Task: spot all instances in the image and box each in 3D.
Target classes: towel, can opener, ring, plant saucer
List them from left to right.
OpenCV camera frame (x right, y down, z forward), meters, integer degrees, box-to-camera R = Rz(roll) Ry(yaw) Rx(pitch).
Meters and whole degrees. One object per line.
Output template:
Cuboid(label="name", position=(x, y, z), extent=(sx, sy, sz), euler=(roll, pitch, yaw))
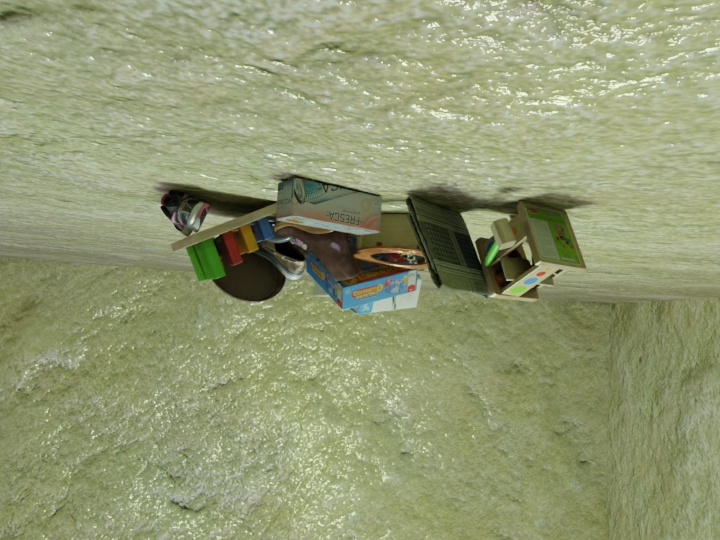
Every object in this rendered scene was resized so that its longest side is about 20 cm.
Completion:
Cuboid(label="plant saucer", position=(-0.270, -0.003, 1.388), extent=(0.196, 0.204, 0.032), euler=(7, 141, -27))
Cuboid(label="can opener", position=(-0.123, -0.092, 1.334), extent=(0.194, 0.069, 0.053), euler=(3, 175, 6))
Cuboid(label="ring", position=(0.083, -0.031, 1.229), extent=(0.195, 0.020, 0.201), euler=(6, 170, 1))
Cuboid(label="towel", position=(0.164, -0.040, 1.116), extent=(0.034, 0.197, 0.198), euler=(-32, 153, 32))

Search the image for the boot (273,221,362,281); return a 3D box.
Cuboid(label="boot", position=(-0.094, -0.048, 1.244), extent=(0.072, 0.169, 0.198), euler=(-37, -163, -36))

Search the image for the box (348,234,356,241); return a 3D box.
Cuboid(label="box", position=(-0.062, -0.059, 1.610), extent=(0.196, 0.072, 0.064), euler=(1, 176, 30))

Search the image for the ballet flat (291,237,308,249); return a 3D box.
Cuboid(label="ballet flat", position=(-0.126, -0.083, 1.449), extent=(0.070, 0.071, 0.200), euler=(23, -176, 10))

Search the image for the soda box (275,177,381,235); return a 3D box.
Cuboid(label="soda box", position=(-0.053, -0.113, 1.070), extent=(0.196, 0.070, 0.063), euler=(7, 173, -38))

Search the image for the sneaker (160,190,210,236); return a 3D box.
Cuboid(label="sneaker", position=(-0.364, -0.128, 1.201), extent=(0.085, 0.082, 0.199), euler=(30, 166, -21))

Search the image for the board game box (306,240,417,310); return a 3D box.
Cuboid(label="board game box", position=(0.000, 0.000, 1.371), extent=(0.196, 0.057, 0.195), euler=(-13, -149, -27))

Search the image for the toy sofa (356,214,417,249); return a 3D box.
Cuboid(label="toy sofa", position=(0.093, -0.077, 1.268), extent=(0.195, 0.085, 0.097), euler=(2, 173, 17))

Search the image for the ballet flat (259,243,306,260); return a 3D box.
Cuboid(label="ballet flat", position=(-0.225, -0.035, 1.479), extent=(0.194, 0.066, 0.072), euler=(0, 136, 4))

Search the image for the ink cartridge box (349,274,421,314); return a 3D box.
Cuboid(label="ink cartridge box", position=(0.036, 0.038, 1.502), extent=(0.196, 0.086, 0.144), euler=(-3, -159, -37))

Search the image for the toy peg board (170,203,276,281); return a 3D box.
Cuboid(label="toy peg board", position=(-0.278, -0.053, 1.264), extent=(0.196, 0.100, 0.199), euler=(-25, -171, -28))

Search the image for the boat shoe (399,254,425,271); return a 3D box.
Cuboid(label="boat shoe", position=(0.114, -0.052, 1.465), extent=(0.069, 0.094, 0.198), euler=(-1, 173, 35))

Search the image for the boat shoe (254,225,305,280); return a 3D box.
Cuboid(label="boat shoe", position=(-0.206, -0.068, 1.408), extent=(0.198, 0.073, 0.073), euler=(37, 133, 0))

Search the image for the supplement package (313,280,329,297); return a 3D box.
Cuboid(label="supplement package", position=(-0.027, 0.010, 1.858), extent=(0.196, 0.156, 0.150), euler=(7, 173, -29))

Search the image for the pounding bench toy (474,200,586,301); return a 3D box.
Cuboid(label="pounding bench toy", position=(0.283, -0.031, 1.107), extent=(0.196, 0.127, 0.156), euler=(7, 149, -31))
